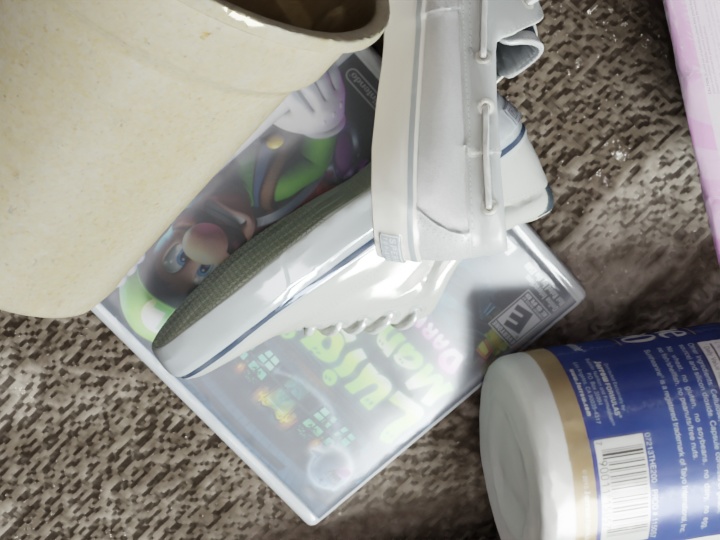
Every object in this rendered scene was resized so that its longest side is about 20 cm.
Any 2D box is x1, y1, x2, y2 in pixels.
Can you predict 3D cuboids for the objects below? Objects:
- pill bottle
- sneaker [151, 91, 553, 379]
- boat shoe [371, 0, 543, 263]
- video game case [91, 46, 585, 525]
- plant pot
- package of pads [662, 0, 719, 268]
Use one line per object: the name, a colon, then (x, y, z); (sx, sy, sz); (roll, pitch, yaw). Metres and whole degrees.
pill bottle: (0.166, 0.081, 1.015); (0.199, 0.111, 0.111); (-8, 112, -12)
sneaker: (0.000, 0.000, 0.958); (0.200, 0.073, 0.071); (-33, 104, 4)
boat shoe: (0.045, -0.099, 0.908); (0.068, 0.072, 0.201); (4, 66, 6)
video game case: (-0.021, 0.000, 1.007); (0.182, 0.023, 0.200); (-40, 111, 8)
plant pot: (-0.119, -0.088, 0.882); (0.200, 0.201, 0.184); (28, 115, -17)
package of pads: (0.186, -0.095, 0.945); (0.075, 0.121, 0.201); (-8, 114, 19)
